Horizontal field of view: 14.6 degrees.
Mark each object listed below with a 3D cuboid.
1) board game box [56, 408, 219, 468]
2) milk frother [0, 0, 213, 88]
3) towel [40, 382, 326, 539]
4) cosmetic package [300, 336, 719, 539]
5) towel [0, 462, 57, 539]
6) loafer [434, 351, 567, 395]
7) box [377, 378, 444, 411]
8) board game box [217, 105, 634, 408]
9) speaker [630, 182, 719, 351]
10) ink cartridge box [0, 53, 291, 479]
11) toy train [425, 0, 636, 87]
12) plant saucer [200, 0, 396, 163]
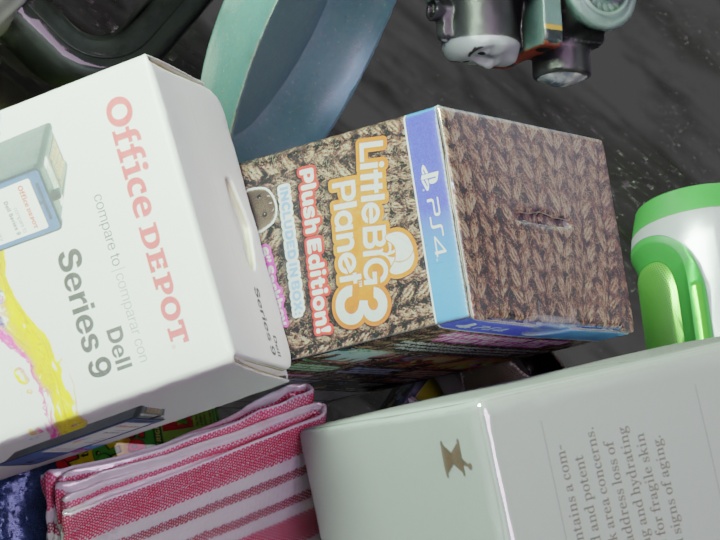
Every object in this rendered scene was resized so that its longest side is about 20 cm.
[{"bbox_3d":[-0.133,0.024,1.392,0.102,0.048,0.200,-7,82,-22],"label":"board game box"},{"bbox_3d":[-0.132,-0.202,1.347,0.180,0.200,0.188,39,68,6],"label":"milk frother"},{"bbox_3d":[-0.083,0.155,1.333,0.146,0.030,0.200,-19,129,-29],"label":"towel"},{"bbox_3d":[0.109,0.126,1.276,0.200,0.166,0.167,-10,88,-30],"label":"cosmetic package"},{"bbox_3d":[-0.201,0.075,1.331,0.112,0.049,0.200,-12,82,12],"label":"towel"},{"bbox_3d":[0.063,0.023,1.430,0.200,0.070,0.075,54,30,13],"label":"loafer"},{"bbox_3d":[0.068,0.163,1.447,0.200,0.038,0.137,39,68,-10],"label":"box"},{"bbox_3d":[0.000,0.000,1.329,0.159,0.200,0.097,7,72,-59],"label":"board game box"},{"bbox_3d":[0.192,0.059,1.478,0.088,0.088,0.200,2,69,-21],"label":"speaker"},{"bbox_3d":[-0.148,0.008,1.250,0.200,0.088,0.145,-19,79,13],"label":"ink cartridge box"},{"bbox_3d":[0.080,-0.197,1.492,0.114,0.085,0.200,4,80,-30],"label":"toy train"},{"bbox_3d":[-0.030,-0.127,1.397,0.036,0.200,0.200,27,69,13],"label":"plant saucer"}]
